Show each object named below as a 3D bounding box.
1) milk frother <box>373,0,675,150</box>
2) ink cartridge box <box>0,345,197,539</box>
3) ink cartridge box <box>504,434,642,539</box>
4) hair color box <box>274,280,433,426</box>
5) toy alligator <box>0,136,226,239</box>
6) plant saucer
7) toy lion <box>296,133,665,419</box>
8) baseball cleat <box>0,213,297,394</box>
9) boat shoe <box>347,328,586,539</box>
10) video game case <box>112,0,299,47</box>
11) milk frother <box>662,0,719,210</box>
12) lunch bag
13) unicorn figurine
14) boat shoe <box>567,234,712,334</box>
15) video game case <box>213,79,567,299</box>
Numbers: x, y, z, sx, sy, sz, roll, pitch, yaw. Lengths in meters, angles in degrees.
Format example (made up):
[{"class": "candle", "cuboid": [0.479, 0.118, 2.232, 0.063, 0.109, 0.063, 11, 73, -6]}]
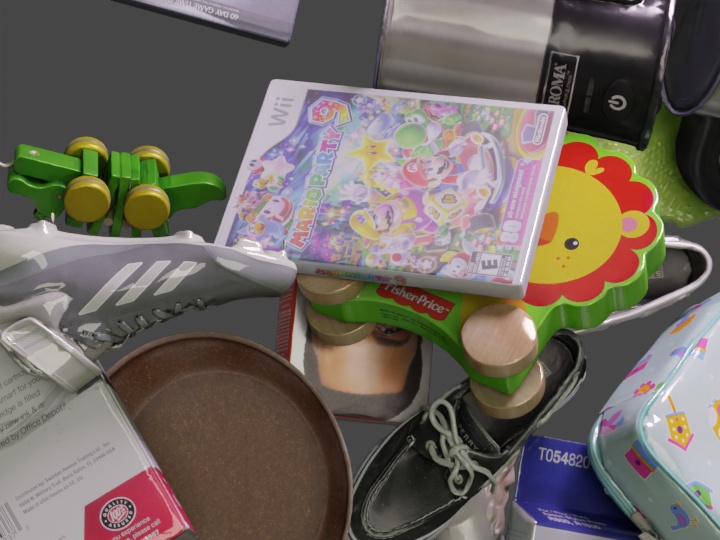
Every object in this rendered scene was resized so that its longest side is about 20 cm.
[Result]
[{"class": "milk frother", "cuboid": [0.118, -0.196, 1.526, 0.187, 0.200, 0.182, 11, 111, 2]}, {"class": "ink cartridge box", "cuboid": [-0.213, 0.116, 1.416, 0.145, 0.083, 0.201, -30, 80, -3]}, {"class": "ink cartridge box", "cuboid": [0.179, 0.223, 1.510, 0.198, 0.041, 0.202, 12, 86, -29]}, {"class": "hair color box", "cuboid": [0.000, 0.000, 1.514, 0.101, 0.061, 0.202, 6, 84, -13]}, {"class": "toy alligator", "cuboid": [-0.189, -0.051, 1.482, 0.198, 0.059, 0.055, 7, 124, -12]}, {"class": "plant saucer", "cuboid": [-0.095, 0.140, 1.460, 0.199, 0.037, 0.202, 0, 91, 17]}, {"class": "toy lion", "cuboid": [0.085, -0.015, 1.437, 0.199, 0.069, 0.192, 22, 62, 25]}, {"class": "baseball cleat", "cuboid": [-0.140, 0.024, 1.370, 0.198, 0.070, 0.107, 4, 80, 3]}, {"class": "boat shoe", "cuboid": [0.067, 0.110, 1.447, 0.199, 0.068, 0.074, -36, 84, -4]}, {"class": "video game case", "cuboid": [-0.095, -0.266, 1.539, 0.142, 0.019, 0.202, 14, 81, -11]}, {"class": "milk frother", "cuboid": [0.319, -0.112, 1.520, 0.187, 0.200, 0.182, 10, 92, -17]}, {"class": "lunch bag", "cuboid": [0.249, 0.117, 1.518, 0.161, 0.077, 0.200, 50, 50, -8]}, {"class": "unicorn figurine", "cuboid": [0.069, 0.179, 1.514, 0.137, 0.074, 0.201, -22, 103, -24]}, {"class": "boat shoe", "cuboid": [0.144, 0.013, 1.542, 0.198, 0.066, 0.073, -6, 86, -13]}, {"class": "video game case", "cuboid": [0.020, -0.054, 1.426, 0.198, 0.018, 0.144, 6, 56, 16]}]
